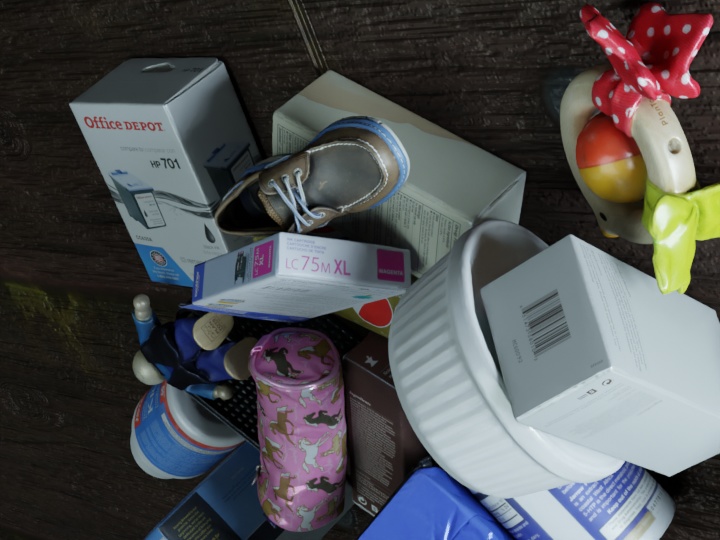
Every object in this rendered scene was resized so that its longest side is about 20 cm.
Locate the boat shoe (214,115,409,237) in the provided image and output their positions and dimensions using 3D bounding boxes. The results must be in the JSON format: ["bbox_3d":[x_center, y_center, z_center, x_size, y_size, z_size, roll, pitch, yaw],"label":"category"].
[{"bbox_3d":[-0.041,-0.059,1.157,0.199,0.072,0.073,-20,106,52],"label":"boat shoe"}]

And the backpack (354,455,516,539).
[{"bbox_3d":[0.081,0.282,1.315,0.168,0.163,0.200,47,-174,23],"label":"backpack"}]

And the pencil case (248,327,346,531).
[{"bbox_3d":[-0.056,0.143,1.340,0.083,0.086,0.201,-113,19,-47],"label":"pencil case"}]

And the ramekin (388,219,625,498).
[{"bbox_3d":[0.105,0.072,1.095,0.094,0.202,0.203,-30,101,31],"label":"ramekin"}]

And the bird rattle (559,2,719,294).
[{"bbox_3d":[0.182,-0.083,1.016,0.201,0.112,0.163,59,160,-10],"label":"bird rattle"}]

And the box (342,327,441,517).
[{"bbox_3d":[0.044,0.134,1.362,0.075,0.100,0.201,28,142,31],"label":"box"}]

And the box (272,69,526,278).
[{"bbox_3d":[0.028,-0.070,1.205,0.199,0.078,0.095,31,141,23],"label":"box"}]

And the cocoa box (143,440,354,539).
[{"bbox_3d":[-0.125,0.273,1.590,0.131,0.200,0.133,46,146,3],"label":"cocoa box"}]

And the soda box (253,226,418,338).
[{"bbox_3d":[0.000,0.000,1.314,0.199,0.064,0.068,24,138,31],"label":"soda box"}]

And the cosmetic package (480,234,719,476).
[{"bbox_3d":[0.183,0.064,1.040,0.085,0.108,0.199,-32,143,29],"label":"cosmetic package"}]

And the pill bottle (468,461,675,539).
[{"bbox_3d":[0.155,0.166,1.258,0.200,0.120,0.120,46,145,3],"label":"pill bottle"}]

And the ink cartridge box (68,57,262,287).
[{"bbox_3d":[-0.162,-0.088,1.388,0.146,0.086,0.201,7,130,43],"label":"ink cartridge box"}]

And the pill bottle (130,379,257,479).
[{"bbox_3d":[-0.185,0.162,1.624,0.112,0.112,0.200,48,146,0],"label":"pill bottle"}]

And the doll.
[{"bbox_3d":[-0.167,0.075,1.418,0.137,0.049,0.200,46,152,-13],"label":"doll"}]

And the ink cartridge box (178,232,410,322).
[{"bbox_3d":[-0.058,0.009,1.223,0.200,0.118,0.042,-21,65,59],"label":"ink cartridge box"}]

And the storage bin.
[{"bbox_3d":[-0.081,0.099,1.472,0.199,0.094,0.136,35,143,16],"label":"storage bin"}]
